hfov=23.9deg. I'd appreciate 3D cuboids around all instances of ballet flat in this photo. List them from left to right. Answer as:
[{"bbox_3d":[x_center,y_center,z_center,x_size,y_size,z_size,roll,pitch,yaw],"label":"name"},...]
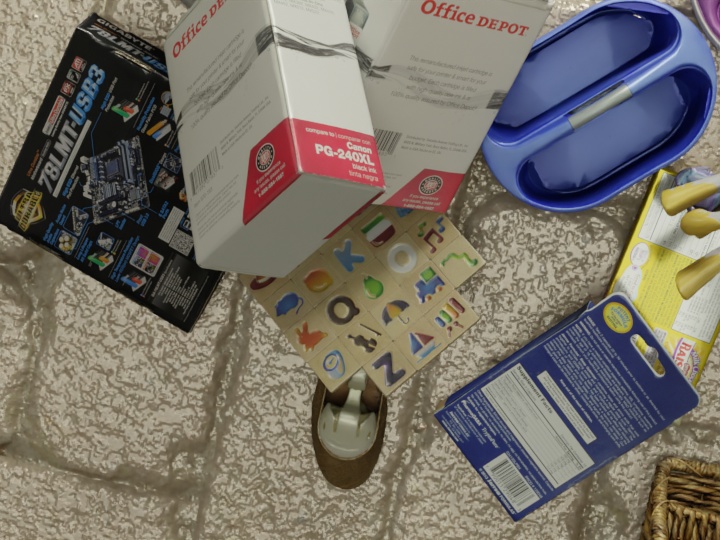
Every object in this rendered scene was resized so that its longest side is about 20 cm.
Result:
[{"bbox_3d":[-0.003,0.095,1.442,0.067,0.072,0.201,13,99,-1],"label":"ballet flat"}]

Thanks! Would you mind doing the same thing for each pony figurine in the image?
[{"bbox_3d":[0.340,-0.073,1.333,0.199,0.193,0.167,-25,109,28],"label":"pony figurine"}]

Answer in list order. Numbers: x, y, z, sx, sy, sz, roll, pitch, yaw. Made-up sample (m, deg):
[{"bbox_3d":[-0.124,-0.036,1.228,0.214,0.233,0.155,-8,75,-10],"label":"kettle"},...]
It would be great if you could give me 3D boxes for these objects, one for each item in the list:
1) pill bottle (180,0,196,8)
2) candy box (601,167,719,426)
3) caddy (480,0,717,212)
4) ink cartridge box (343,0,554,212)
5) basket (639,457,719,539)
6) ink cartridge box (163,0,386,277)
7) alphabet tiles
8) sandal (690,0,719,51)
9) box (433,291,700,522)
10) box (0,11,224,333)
[{"bbox_3d":[-0.079,-0.300,1.361,0.120,0.120,0.200,42,85,-3],"label":"pill bottle"},{"bbox_3d":[0.261,0.021,1.443,0.102,0.026,0.201,21,99,-3],"label":"candy box"},{"bbox_3d":[0.190,-0.135,1.383,0.199,0.105,0.142,-31,96,6],"label":"caddy"},{"bbox_3d":[0.039,-0.155,1.323,0.145,0.085,0.201,5,124,-40],"label":"ink cartridge box"},{"bbox_3d":[0.331,0.256,1.413,0.199,0.143,0.150,14,99,1],"label":"basket"},{"bbox_3d":[-0.068,-0.118,1.267,0.083,0.145,0.201,8,59,-35],"label":"ink cartridge box"},{"bbox_3d":[0.000,0.000,1.411,0.166,0.006,0.200,-40,68,-1],"label":"alphabet tiles"},{"bbox_3d":[0.341,-0.183,1.398,0.082,0.050,0.203,-31,95,6],"label":"sandal"},{"bbox_3d":[0.175,0.112,1.435,0.200,0.032,0.121,-35,95,23],"label":"box"},{"bbox_3d":[-0.181,-0.078,1.413,0.198,0.050,0.201,30,116,-1],"label":"box"}]
